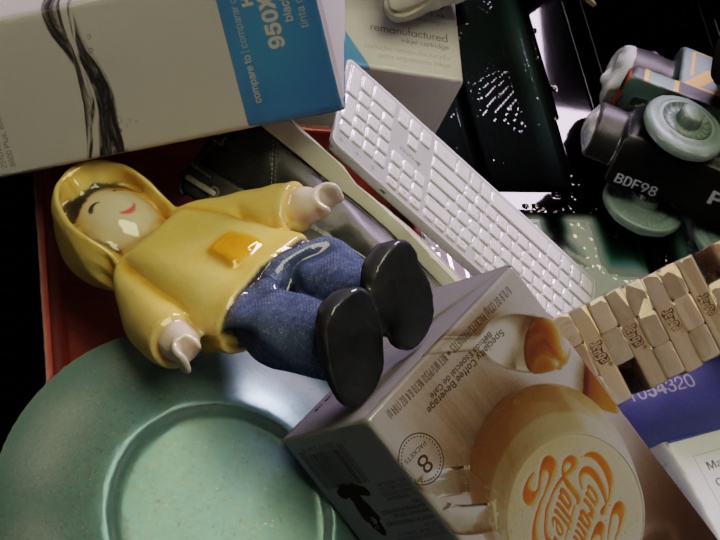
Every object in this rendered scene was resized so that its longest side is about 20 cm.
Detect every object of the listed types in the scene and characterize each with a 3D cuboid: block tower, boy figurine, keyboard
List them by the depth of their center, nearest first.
[{"bbox_3d":[-0.060,-0.004,1.204,0.200,0.065,0.124,21,53,38],"label":"boy figurine"},{"bbox_3d":[0.181,0.014,1.334,0.200,0.054,0.058,-26,88,-10],"label":"block tower"},{"bbox_3d":[0.054,-0.028,1.334,0.200,0.011,0.056,40,48,-31],"label":"keyboard"}]

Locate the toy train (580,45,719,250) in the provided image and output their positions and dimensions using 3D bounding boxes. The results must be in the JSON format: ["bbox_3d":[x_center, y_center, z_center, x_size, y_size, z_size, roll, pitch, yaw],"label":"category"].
[{"bbox_3d":[0.215,-0.058,1.439,0.199,0.085,0.114,20,40,-4],"label":"toy train"}]

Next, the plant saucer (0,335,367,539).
[{"bbox_3d":[-0.067,0.116,1.200,0.200,0.039,0.202,7,69,-18],"label":"plant saucer"}]

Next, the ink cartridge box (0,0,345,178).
[{"bbox_3d":[-0.112,-0.121,1.273,0.199,0.084,0.145,-11,27,5],"label":"ink cartridge box"}]

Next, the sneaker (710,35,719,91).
[{"bbox_3d":[0.242,-0.091,1.373,0.115,0.075,0.200,6,22,-17],"label":"sneaker"}]

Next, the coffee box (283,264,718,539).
[{"bbox_3d":[0.076,0.114,1.208,0.114,0.080,0.200,-45,104,-30],"label":"coffee box"}]

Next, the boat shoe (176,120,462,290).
[{"bbox_3d":[0.000,0.000,1.288,0.200,0.072,0.068,41,89,2],"label":"boat shoe"}]

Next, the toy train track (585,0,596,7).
[{"bbox_3d":[0.069,-0.193,1.443,0.115,0.033,0.200,58,14,22],"label":"toy train track"}]

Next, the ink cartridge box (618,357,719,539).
[{"bbox_3d":[0.248,0.112,1.352,0.196,0.043,0.200,-13,63,-27],"label":"ink cartridge box"}]

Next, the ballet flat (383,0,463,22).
[{"bbox_3d":[0.001,-0.170,1.365,0.199,0.068,0.075,21,74,1],"label":"ballet flat"}]

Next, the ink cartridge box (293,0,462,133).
[{"bbox_3d":[-0.015,-0.168,1.433,0.115,0.067,0.200,7,54,-16],"label":"ink cartridge box"}]

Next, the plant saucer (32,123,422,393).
[{"bbox_3d":[-0.064,0.014,1.306,0.199,0.037,0.200,4,55,-19],"label":"plant saucer"}]
